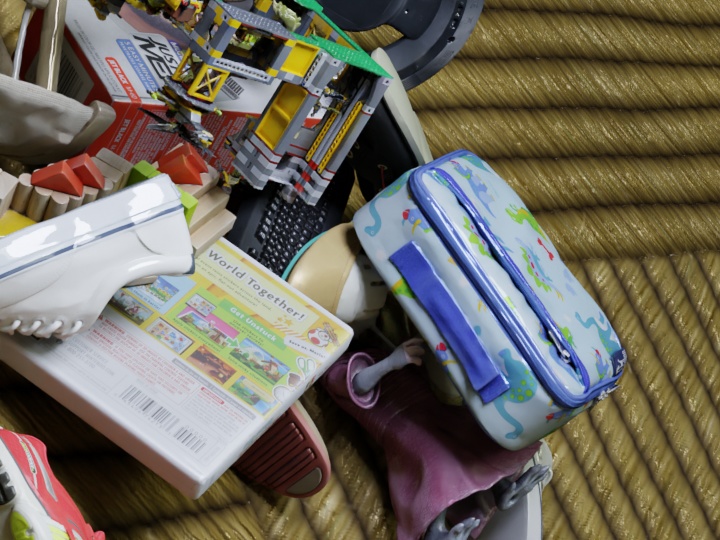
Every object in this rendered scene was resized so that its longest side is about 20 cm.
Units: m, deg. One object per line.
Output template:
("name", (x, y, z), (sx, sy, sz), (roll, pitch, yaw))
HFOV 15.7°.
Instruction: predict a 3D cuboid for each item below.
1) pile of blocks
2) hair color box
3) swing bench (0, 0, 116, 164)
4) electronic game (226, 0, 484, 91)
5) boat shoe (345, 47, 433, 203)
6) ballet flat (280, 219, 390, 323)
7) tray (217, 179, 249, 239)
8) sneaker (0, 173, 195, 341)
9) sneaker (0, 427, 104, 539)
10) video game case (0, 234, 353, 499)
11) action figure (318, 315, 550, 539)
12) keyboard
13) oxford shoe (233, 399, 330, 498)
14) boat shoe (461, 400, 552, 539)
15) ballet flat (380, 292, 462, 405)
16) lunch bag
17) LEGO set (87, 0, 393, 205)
("pile of blocks", (-0.159, -0.038, 1.602), (0.199, 0.062, 0.082), (-13, 53, -34))
("hair color box", (-0.118, -0.119, 1.730), (0.199, 0.064, 0.111), (3, 42, -43))
("swing bench", (-0.274, -0.169, 1.604), (0.198, 0.129, 0.201), (19, 52, -45))
("electronic game", (-0.002, -0.217, 1.945), (0.200, 0.200, 0.042), (38, 15, -26))
("boat shoe", (0.012, -0.094, 1.817), (0.201, 0.063, 0.074), (65, 9, -72))
("ballet flat", (0.000, 0.000, 1.777), (0.063, 0.069, 0.200), (20, 21, 12))
("tray", (-0.103, -0.064, 1.820), (0.200, 0.037, 0.099), (20, 46, -42))
("sneaker", (-0.187, 0.010, 1.530), (0.199, 0.073, 0.071), (-23, 93, -14))
("sneaker", (-0.168, 0.175, 1.481), (0.085, 0.077, 0.201), (-1, 63, -59))
("video game case", (-0.130, 0.032, 1.609), (0.200, 0.023, 0.182), (35, 42, 11))
("action figure", (0.030, 0.101, 1.809), (0.200, 0.149, 0.134), (44, 23, 19))
("keyboard", (-0.047, -0.054, 1.816), (0.104, 0.040, 0.200), (44, 33, -19))
("oxford shoe", (-0.083, 0.059, 1.702), (0.200, 0.070, 0.075), (51, 30, -7))
("boat shoe", (0.106, 0.138, 1.889), (0.066, 0.072, 0.201), (22, 37, -35))
("ballet flat", (0.048, 0.039, 1.899), (0.071, 0.071, 0.201), (26, 43, -39))
("lunch bag", (0.088, 0.019, 1.762), (0.200, 0.082, 0.161), (56, 22, 7))
("LEGO set", (-0.087, -0.118, 1.631), (0.154, 0.116, 0.200), (42, 17, 31))
